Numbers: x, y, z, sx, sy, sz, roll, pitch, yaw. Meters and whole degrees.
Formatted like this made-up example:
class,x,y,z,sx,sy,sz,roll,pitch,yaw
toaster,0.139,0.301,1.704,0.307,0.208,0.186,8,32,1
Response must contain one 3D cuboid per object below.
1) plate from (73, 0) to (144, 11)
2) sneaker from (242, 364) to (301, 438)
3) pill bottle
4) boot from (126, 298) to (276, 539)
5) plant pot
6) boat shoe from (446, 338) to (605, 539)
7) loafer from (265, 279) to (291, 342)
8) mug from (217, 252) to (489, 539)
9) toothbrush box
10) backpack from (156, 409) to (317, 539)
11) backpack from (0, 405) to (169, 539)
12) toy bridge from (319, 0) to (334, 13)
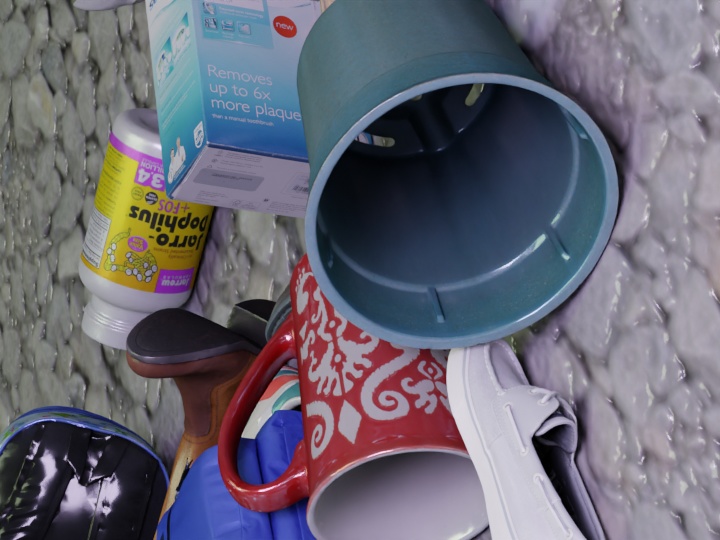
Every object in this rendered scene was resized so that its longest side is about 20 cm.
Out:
class,x,y,z,sx,sy,sz,roll,pitch,yaw
plate,-0.122,-0.281,1.913,0.032,0.199,0.200,59,149,-1
sneaker,-0.066,0.175,1.777,0.093,0.070,0.201,-163,84,-69
pill bottle,-0.187,-0.034,2.036,0.104,0.104,0.201,46,125,57
boot,-0.139,0.127,1.826,0.068,0.188,0.201,26,109,22
plant pot,0.046,-0.087,1.510,0.196,0.200,0.201,-108,35,-54
boat shoe,0.108,0.112,1.462,0.068,0.072,0.200,-38,40,27
loafer,0.000,0.000,1.715,0.200,0.072,0.063,-40,29,45
mug,-0.003,0.077,1.576,0.134,0.177,0.200,116,153,-46
toothbrush box,-0.080,-0.150,1.807,0.085,0.146,0.201,-48,41,48
backpack,-0.065,0.213,1.667,0.163,0.167,0.200,-96,25,-43
backpack,-0.261,0.224,2.038,0.147,0.182,0.201,-138,67,-83
toy bridge,-0.020,-0.128,1.690,0.067,0.027,0.201,126,145,-73
